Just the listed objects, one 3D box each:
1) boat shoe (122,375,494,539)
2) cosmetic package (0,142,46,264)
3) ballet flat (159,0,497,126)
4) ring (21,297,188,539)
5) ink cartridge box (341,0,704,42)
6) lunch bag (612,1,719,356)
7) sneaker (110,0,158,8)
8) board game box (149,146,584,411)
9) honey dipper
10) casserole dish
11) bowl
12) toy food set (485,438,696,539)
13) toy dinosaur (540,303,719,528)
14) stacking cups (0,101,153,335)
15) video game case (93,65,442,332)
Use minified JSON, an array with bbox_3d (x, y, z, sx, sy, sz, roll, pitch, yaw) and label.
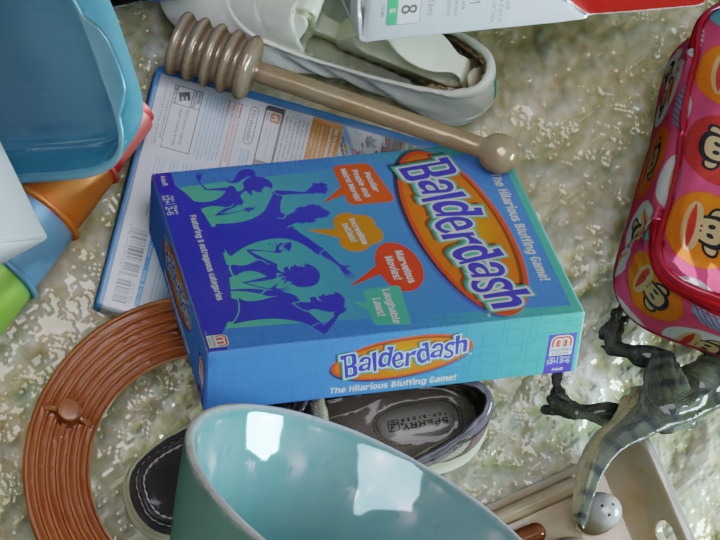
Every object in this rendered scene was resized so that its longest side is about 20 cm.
[{"bbox_3d":[-0.025,0.089,1.312,0.200,0.065,0.072,-11,72,-15],"label":"boat shoe"},{"bbox_3d":[-0.299,-0.056,1.265,0.199,0.123,0.200,-27,84,16],"label":"cosmetic package"},{"bbox_3d":[-0.012,-0.138,1.416,0.200,0.069,0.069,20,75,-8],"label":"ballet flat"},{"bbox_3d":[-0.078,0.105,1.342,0.200,0.019,0.200,4,69,-10],"label":"ring"},{"bbox_3d":[0.075,-0.198,1.413,0.200,0.050,0.161,-8,42,-12],"label":"ink cartridge box"},{"bbox_3d":[0.245,-0.039,1.421,0.176,0.082,0.200,19,64,-8],"label":"lunch bag"},{"bbox_3d":[-0.180,-0.188,1.350,0.200,0.111,0.077,17,97,-1],"label":"sneaker"},{"bbox_3d":[0.000,0.000,1.339,0.200,0.045,0.152,-6,40,-15],"label":"board game box"},{"bbox_3d":[-0.009,-0.092,1.382,0.200,0.038,0.038,20,75,7],"label":"honey dipper"},{"bbox_3d":[-0.186,-0.107,1.320,0.039,0.200,0.121,-38,117,-44],"label":"casserole dish"},{"bbox_3d":[-0.013,0.161,1.202,0.201,0.201,0.105,25,106,-7],"label":"bowl"},{"bbox_3d":[0.098,0.193,1.376,0.200,0.060,0.144,-22,84,-15],"label":"toy food set"},{"bbox_3d":[0.154,0.069,1.403,0.088,0.047,0.200,31,44,33],"label":"toy dinosaur"},{"bbox_3d":[-0.187,-0.018,1.358,0.061,0.061,0.200,36,72,-4],"label":"stacking cups"},{"bbox_3d":[-0.035,-0.020,1.412,0.200,0.018,0.143,15,75,-9],"label":"video game case"}]
